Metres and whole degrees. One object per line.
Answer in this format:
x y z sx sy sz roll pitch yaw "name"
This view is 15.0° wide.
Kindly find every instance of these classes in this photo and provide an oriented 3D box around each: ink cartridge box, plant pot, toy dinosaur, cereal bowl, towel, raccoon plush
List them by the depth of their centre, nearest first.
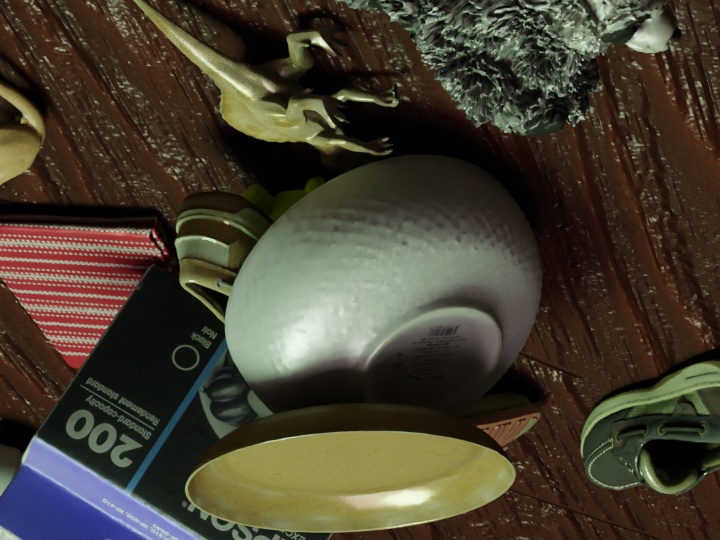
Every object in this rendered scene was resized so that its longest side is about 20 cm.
0.066 -0.150 1.402 0.200 0.097 0.134 15 144 -2 "raccoon plush"
-0.048 -0.100 1.572 0.200 0.058 0.101 34 147 -33 "toy dinosaur"
0.024 0.032 1.642 0.200 0.083 0.200 -17 137 -17 "cereal bowl"
-0.006 0.118 1.658 0.200 0.028 0.200 -2 158 -1 "plant pot"
-0.107 0.127 1.767 0.198 0.200 0.043 31 159 3 "ink cartridge box"
-0.171 0.017 1.882 0.144 0.023 0.200 2 150 20 "towel"

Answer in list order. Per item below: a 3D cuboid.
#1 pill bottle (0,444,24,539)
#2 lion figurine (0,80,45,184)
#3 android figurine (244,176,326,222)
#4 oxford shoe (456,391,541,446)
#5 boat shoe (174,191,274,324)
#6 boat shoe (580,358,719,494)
-0.205 0.202 2.140 0.200 0.111 0.111 17 152 -6 "pill bottle"
-0.250 -0.067 1.714 0.122 0.073 0.200 24 147 -33 "lion figurine"
0.000 0.000 1.751 0.182 0.041 0.200 -7 146 34 "android figurine"
0.029 0.096 1.865 0.200 0.074 0.071 -6 151 -27 "oxford shoe"
-0.057 0.030 1.706 0.072 0.076 0.200 -8 147 35 "boat shoe"
0.205 0.117 1.845 0.072 0.066 0.201 24 151 -19 "boat shoe"
